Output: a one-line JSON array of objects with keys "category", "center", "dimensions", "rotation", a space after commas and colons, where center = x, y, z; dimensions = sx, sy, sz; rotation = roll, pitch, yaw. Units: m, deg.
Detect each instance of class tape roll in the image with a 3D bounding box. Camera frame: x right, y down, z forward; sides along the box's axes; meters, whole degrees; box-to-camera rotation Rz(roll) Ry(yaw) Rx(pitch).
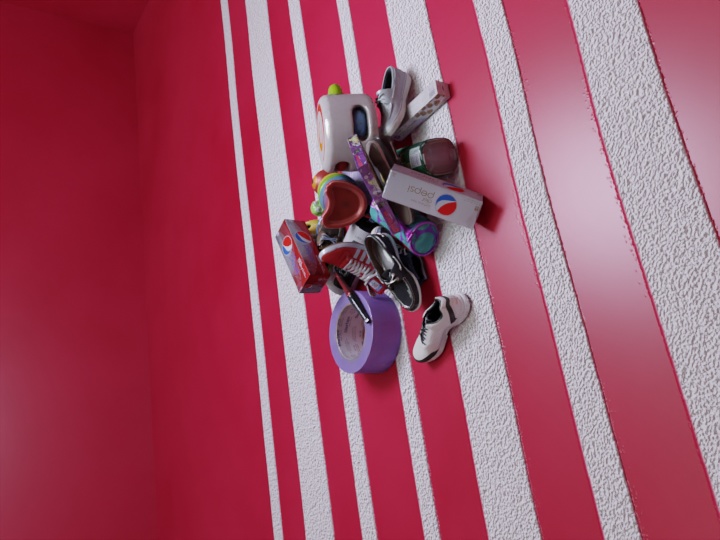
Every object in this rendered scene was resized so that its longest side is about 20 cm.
[{"category": "tape roll", "center": [0.009, 0.151, 1.820], "dimensions": [0.200, 0.085, 0.201], "rotation": [-9, 79, 56]}]

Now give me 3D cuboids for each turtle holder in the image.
[{"category": "turtle holder", "center": [-0.113, -0.078, 1.996], "dimensions": [0.186, 0.131, 0.141], "rotation": [-56, 42, 38]}]

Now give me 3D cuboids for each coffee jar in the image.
[{"category": "coffee jar", "center": [0.119, -0.238, 1.678], "dimensions": [0.200, 0.104, 0.086], "rotation": [-5, 97, 57]}]

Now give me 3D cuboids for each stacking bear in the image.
[{"category": "stacking bear", "center": [-0.064, -0.197, 1.870], "dimensions": [0.200, 0.113, 0.122], "rotation": [-125, 40, -59]}]

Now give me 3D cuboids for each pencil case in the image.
[{"category": "pencil case", "center": [0.097, -0.110, 1.709], "dimensions": [0.200, 0.092, 0.085], "rotation": [43, 112, 49]}]

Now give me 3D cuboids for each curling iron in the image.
[{"category": "curling iron", "center": [-0.022, 0.050, 1.779], "dimensions": [0.050, 0.025, 0.200], "rotation": [-61, 40, 37]}]

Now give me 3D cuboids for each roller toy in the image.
[{"category": "roller toy", "center": [-0.026, -0.324, 1.770], "dimensions": [0.183, 0.139, 0.201], "rotation": [-105, 14, -49]}]

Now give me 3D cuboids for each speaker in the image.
[{"category": "speaker", "center": [-0.018, -0.037, 1.890], "dimensions": [0.081, 0.081, 0.201], "rotation": [57, 131, 44]}]

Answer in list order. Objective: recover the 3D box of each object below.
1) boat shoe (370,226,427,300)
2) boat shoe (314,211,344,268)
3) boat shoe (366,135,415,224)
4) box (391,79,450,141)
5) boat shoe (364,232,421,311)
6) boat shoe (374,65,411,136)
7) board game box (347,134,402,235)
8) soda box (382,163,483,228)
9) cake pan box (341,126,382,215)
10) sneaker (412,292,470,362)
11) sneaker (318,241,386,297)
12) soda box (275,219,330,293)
[{"category": "boat shoe", "center": [0.094, -0.034, 1.733], "dimensions": [0.093, 0.074, 0.201], "rotation": [-42, 60, 39]}, {"category": "boat shoe", "center": [-0.084, -0.064, 1.909], "dimensions": [0.072, 0.072, 0.201], "rotation": [-130, 54, -79]}, {"category": "boat shoe", "center": [0.081, -0.201, 1.618], "dimensions": [0.067, 0.057, 0.201], "rotation": [-17, 100, 62]}, {"category": "box", "center": [0.132, -0.370, 1.734], "dimensions": [0.200, 0.039, 0.042], "rotation": [-36, 53, 50]}, {"category": "boat shoe", "center": [0.070, 0.003, 1.661], "dimensions": [0.074, 0.060, 0.201], "rotation": [-35, 69, 35]}, {"category": "boat shoe", "center": [0.066, -0.400, 1.755], "dimensions": [0.070, 0.071, 0.202], "rotation": [-35, 35, 50]}, {"category": "board game box", "center": [0.031, -0.183, 1.602], "dimensions": [0.032, 0.200, 0.120], "rotation": [-27, 41, 4]}, {"category": "soda box", "center": [0.150, -0.153, 1.536], "dimensions": [0.068, 0.199, 0.064], "rotation": [-64, -7, -69]}, {"category": "cake pan box", "center": [0.018, -0.241, 1.889], "dimensions": [0.184, 0.052, 0.201], "rotation": [-20, 69, 57]}, {"category": "sneaker", "center": [0.154, 0.122, 1.603], "dimensions": [0.074, 0.080, 0.200], "rotation": [60, 135, 40]}, {"category": "sneaker", "center": [0.000, 0.000, 1.747], "dimensions": [0.071, 0.199, 0.113], "rotation": [-43, 53, 44]}, {"category": "soda box", "center": [-0.147, -0.037, 1.871], "dimensions": [0.070, 0.063, 0.200], "rotation": [-57, 45, 35]}]
